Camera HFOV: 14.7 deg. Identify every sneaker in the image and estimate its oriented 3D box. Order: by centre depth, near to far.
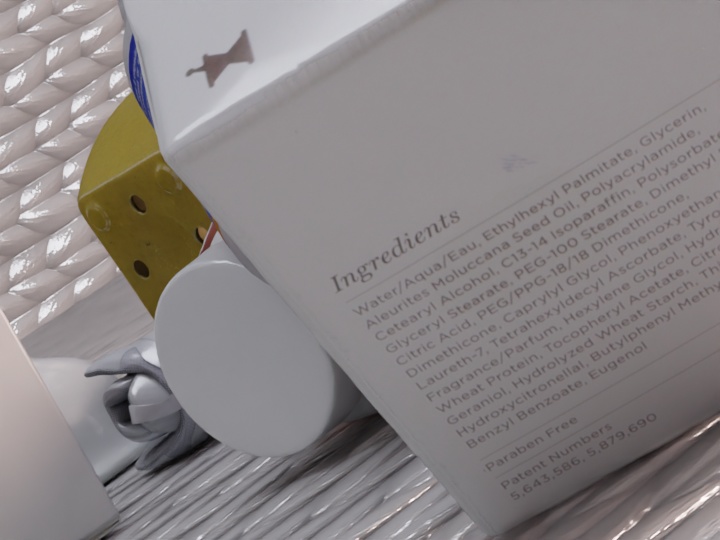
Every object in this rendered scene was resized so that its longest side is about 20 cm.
[{"bbox_3d":[-0.098,0.050,1.562,0.115,0.075,0.200,-30,8,-13],"label":"sneaker"}]

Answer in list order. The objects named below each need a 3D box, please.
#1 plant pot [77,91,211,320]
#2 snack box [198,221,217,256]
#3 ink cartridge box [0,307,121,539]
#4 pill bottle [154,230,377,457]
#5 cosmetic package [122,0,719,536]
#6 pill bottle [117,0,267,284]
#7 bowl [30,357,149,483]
[{"bbox_3d":[-0.057,-0.060,1.728,0.200,0.196,0.194,-39,9,-39],"label":"plant pot"},{"bbox_3d":[-0.032,-0.091,1.494,0.072,0.024,0.200,-39,-25,-61],"label":"snack box"},{"bbox_3d":[-0.226,0.101,1.449,0.084,0.146,0.200,-33,6,-30],"label":"ink cartridge box"},{"bbox_3d":[0.000,0.000,1.287,0.114,0.114,0.200,-26,7,41],"label":"pill bottle"},{"bbox_3d":[0.045,-0.062,0.875,0.165,0.200,0.165,-30,40,11],"label":"cosmetic package"},{"bbox_3d":[-0.038,-0.084,1.203,0.112,0.112,0.200,-32,39,-2],"label":"pill bottle"},{"bbox_3d":[-0.220,0.107,1.662,0.201,0.091,0.201,-31,6,4],"label":"bowl"}]
